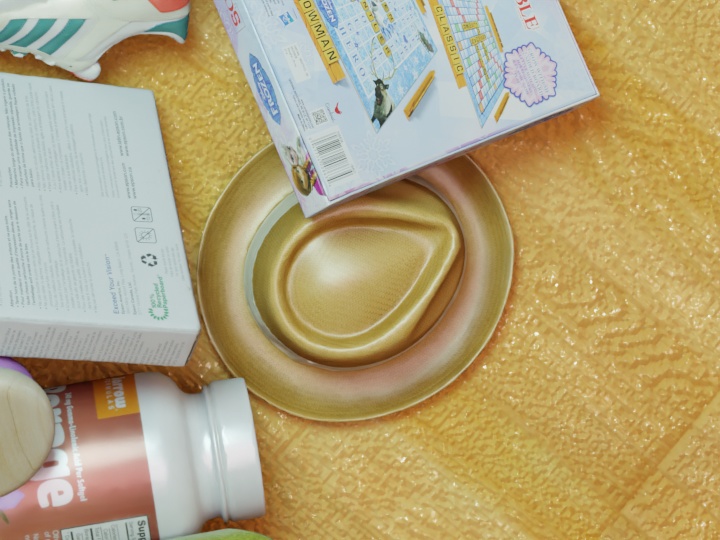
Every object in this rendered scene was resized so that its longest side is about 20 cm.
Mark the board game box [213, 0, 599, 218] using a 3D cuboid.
[{"bbox_3d":[0.018,-0.158,1.601,0.199,0.041,0.201,-22,88,-25],"label":"board game box"}]

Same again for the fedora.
[{"bbox_3d":[0.000,0.000,1.628,0.199,0.082,0.202,0,93,-7],"label":"fedora"}]

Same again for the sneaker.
[{"bbox_3d":[-0.194,-0.145,1.591,0.199,0.071,0.094,-15,128,-2],"label":"sneaker"}]

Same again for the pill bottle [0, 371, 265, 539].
[{"bbox_3d":[-0.160,0.121,1.603,0.199,0.112,0.113,-10,94,-6],"label":"pill bottle"}]

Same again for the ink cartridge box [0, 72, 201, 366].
[{"bbox_3d":[-0.202,-0.034,1.543,0.199,0.197,0.043,5,136,-20],"label":"ink cartridge box"}]

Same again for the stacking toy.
[{"bbox_3d":[-0.247,0.049,1.560,0.085,0.200,0.086,-13,124,-20],"label":"stacking toy"}]

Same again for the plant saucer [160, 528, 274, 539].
[{"bbox_3d":[-0.133,0.224,1.601,0.198,0.048,0.201,-9,138,-6],"label":"plant saucer"}]
